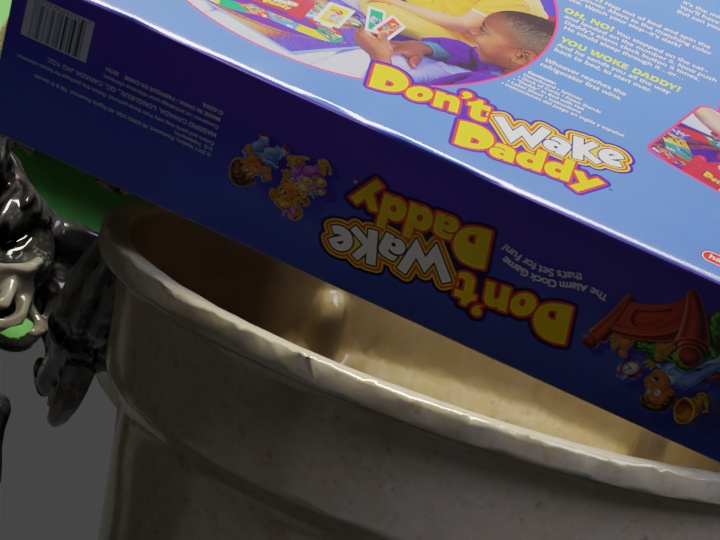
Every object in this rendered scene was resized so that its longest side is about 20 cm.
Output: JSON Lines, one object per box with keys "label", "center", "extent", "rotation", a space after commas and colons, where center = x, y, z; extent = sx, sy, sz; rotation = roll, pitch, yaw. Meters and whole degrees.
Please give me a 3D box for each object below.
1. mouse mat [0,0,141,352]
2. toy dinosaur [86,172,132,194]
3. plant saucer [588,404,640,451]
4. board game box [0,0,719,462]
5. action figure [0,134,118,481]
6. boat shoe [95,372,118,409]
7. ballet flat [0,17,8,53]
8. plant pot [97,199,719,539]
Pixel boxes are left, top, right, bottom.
{"label": "mouse mat", "center": [-0.126, -0.072, 0.885], "extent": [0.161, 0.008, 0.200], "rotation": [48, 32, -6]}
{"label": "toy dinosaur", "center": [-0.042, -0.043, 0.738], "extent": [0.088, 0.048, 0.200], "rotation": [5, 1, -5]}
{"label": "plant saucer", "center": [0.142, 0.016, 0.824], "extent": [0.200, 0.037, 0.200], "rotation": [24, 41, -23]}
{"label": "board game box", "center": [0.030, -0.041, 0.648], "extent": [0.200, 0.045, 0.135], "rotation": [25, 35, 10]}
{"label": "action figure", "center": [-0.112, 0.008, 0.737], "extent": [0.119, 0.102, 0.200], "rotation": [21, 44, -17]}
{"label": "boat shoe", "center": [0.000, 0.000, 0.889], "extent": [0.200, 0.093, 0.075], "rotation": [-15, 70, -55]}
{"label": "ballet flat", "center": [-0.017, -0.059, 0.854], "extent": [0.071, 0.199, 0.071], "rotation": [1, 90, -84]}
{"label": "plant pot", "center": [0.006, 0.100, 0.684], "extent": [0.200, 0.184, 0.200], "rotation": [16, 11, -3]}
